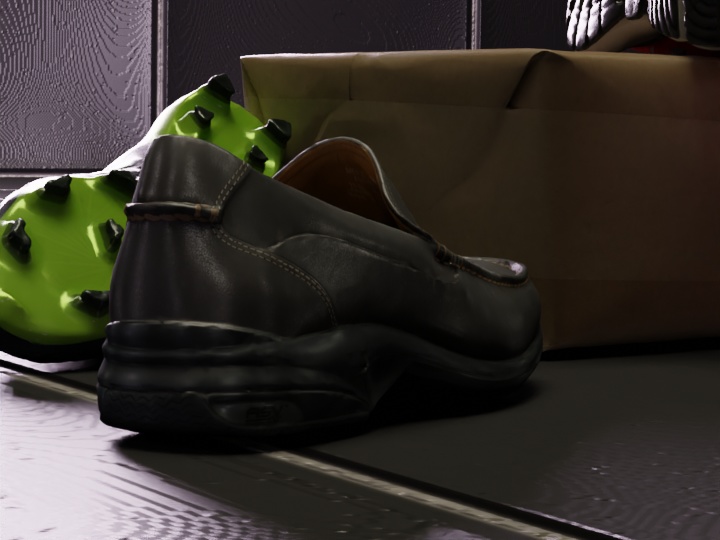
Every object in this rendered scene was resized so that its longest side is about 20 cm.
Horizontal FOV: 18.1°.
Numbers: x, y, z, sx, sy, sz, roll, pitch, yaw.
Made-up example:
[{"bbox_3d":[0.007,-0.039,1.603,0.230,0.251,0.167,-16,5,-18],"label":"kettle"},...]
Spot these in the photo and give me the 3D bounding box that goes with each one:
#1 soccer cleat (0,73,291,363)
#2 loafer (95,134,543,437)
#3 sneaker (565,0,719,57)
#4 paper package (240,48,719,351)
[{"bbox_3d":[-0.083,-0.004,0.783,0.067,0.081,0.200,39,29,3],"label":"soccer cleat"},{"bbox_3d":[0.000,0.000,0.618,0.072,0.073,0.200,1,3,24],"label":"loafer"},{"bbox_3d":[0.144,-0.113,0.825,0.084,0.078,0.200,5,3,-16],"label":"sneaker"},{"bbox_3d":[0.080,-0.030,0.874,0.199,0.104,0.190,-3,5,-39],"label":"paper package"}]
